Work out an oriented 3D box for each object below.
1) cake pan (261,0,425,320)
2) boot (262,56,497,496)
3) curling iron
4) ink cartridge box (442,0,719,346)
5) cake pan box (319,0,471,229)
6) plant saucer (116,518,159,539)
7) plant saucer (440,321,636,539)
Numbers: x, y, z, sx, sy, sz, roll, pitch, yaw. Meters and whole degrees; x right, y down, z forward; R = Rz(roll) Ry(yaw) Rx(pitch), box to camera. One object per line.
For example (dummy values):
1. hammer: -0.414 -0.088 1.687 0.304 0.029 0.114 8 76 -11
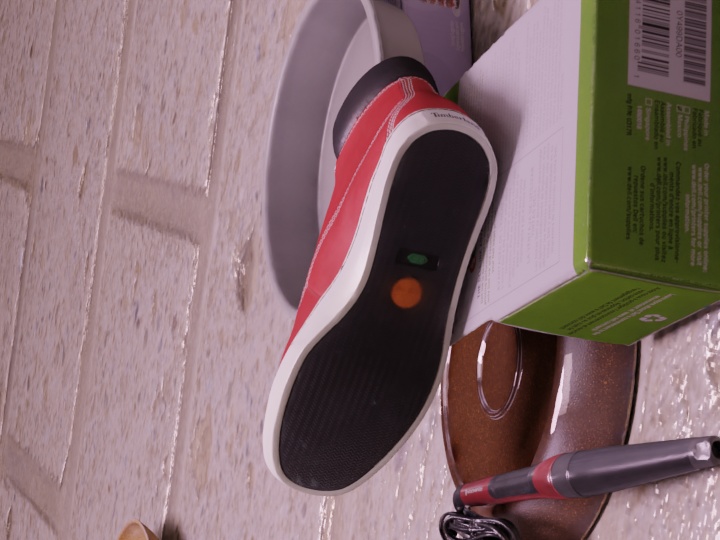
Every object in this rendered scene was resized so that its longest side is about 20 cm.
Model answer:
1. cake pan: -0.010 -0.069 1.224 0.200 0.036 0.202 -174 90 -70
2. boot: 0.000 0.000 1.041 0.144 0.072 0.201 -120 50 -67
3. curling iron: 0.101 0.103 0.979 0.200 0.025 0.050 -31 88 51
4. ink cartridge box: 0.096 -0.040 0.990 0.200 0.075 0.149 142 135 -65
5. cake pan box: 0.014 -0.065 1.286 0.184 0.052 0.202 129 143 -61
6. plant saucer: -0.178 0.306 1.739 0.200 0.035 0.202 -173 90 -71
7. plant saucer: 0.082 0.049 1.080 0.200 0.032 0.202 -173 90 -72
